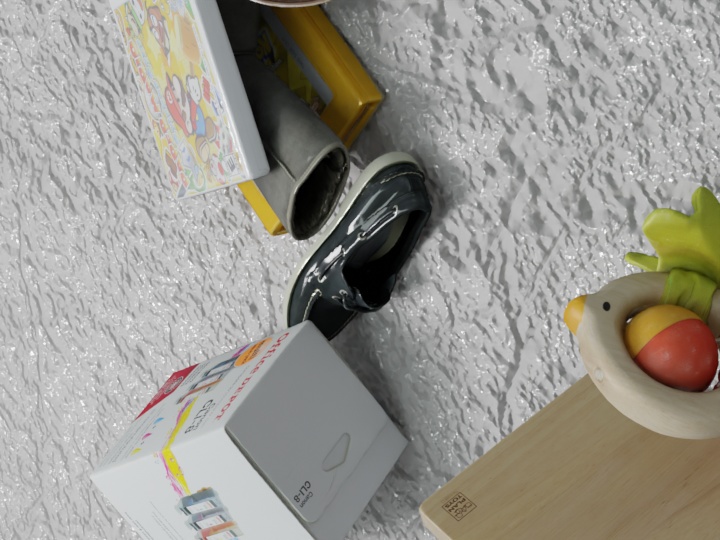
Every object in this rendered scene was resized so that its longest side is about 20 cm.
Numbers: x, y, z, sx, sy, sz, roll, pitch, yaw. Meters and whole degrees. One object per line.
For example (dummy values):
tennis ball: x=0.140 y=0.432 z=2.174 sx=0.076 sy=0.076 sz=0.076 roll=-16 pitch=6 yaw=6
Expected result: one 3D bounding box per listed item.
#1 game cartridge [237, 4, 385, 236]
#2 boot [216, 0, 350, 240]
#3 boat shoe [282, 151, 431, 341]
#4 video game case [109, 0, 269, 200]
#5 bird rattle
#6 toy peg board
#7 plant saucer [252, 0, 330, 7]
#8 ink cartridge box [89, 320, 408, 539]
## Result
game cartridge: x=-0.082 y=-0.159 z=1.402 sx=0.200 sy=0.032 sz=0.176 roll=54 pitch=131 yaw=20
boot: x=-0.076 y=-0.150 z=1.312 sx=0.200 sy=0.072 sz=0.182 roll=55 pitch=147 yaw=41
boat shoe: x=0.002 y=0.000 z=1.332 sx=0.200 sy=0.074 sz=0.066 roll=-56 pitch=50 yaw=27
video game case: x=-0.146 y=-0.162 z=1.341 sx=0.182 sy=0.023 sz=0.201 roll=-8 pitch=102 yaw=65
bird rattle: x=0.223 y=0.058 z=1.081 sx=0.200 sy=0.163 sz=0.113 roll=63 pitch=153 yaw=25
toy peg board: x=0.183 y=0.190 z=1.138 sx=0.199 sy=0.200 sz=0.098 roll=38 pitch=155 yaw=41
plant saucer: x=-0.041 y=-0.297 z=1.273 sx=0.200 sy=0.037 sz=0.201 roll=-2 pitch=81 yaw=15
ink cartridge box: x=-0.093 y=0.158 z=1.383 sx=0.200 sy=0.145 sz=0.145 roll=-22 pitch=112 yaw=44
